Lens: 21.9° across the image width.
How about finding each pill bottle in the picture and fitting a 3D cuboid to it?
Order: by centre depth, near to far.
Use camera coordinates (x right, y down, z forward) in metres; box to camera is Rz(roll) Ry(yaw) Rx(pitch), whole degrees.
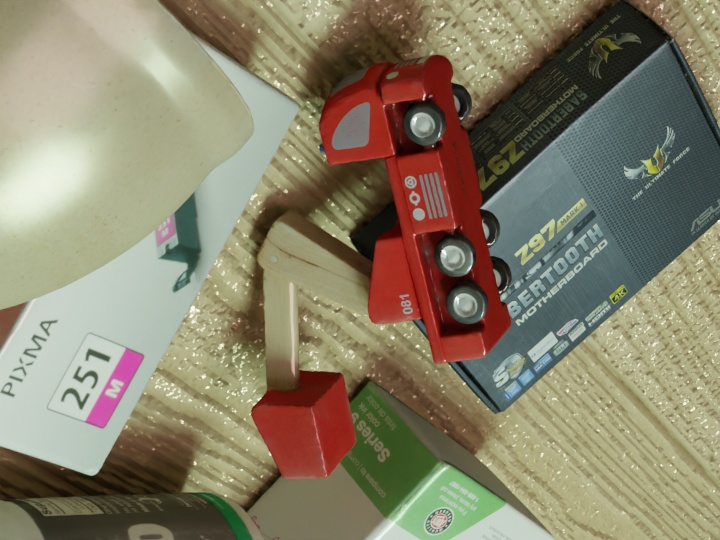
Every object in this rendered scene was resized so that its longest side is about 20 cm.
[{"bbox_3d":[-0.151,0.171,0.942,0.199,0.113,0.113,2,123,-41],"label":"pill bottle"}]

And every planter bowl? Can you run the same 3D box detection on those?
[{"bbox_3d":[-0.155,-0.060,0.646,0.135,0.200,0.200,-52,141,-9],"label":"planter bowl"}]

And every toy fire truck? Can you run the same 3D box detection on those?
[{"bbox_3d":[0.000,0.000,0.932,0.049,0.140,0.201,-42,121,-62],"label":"toy fire truck"}]

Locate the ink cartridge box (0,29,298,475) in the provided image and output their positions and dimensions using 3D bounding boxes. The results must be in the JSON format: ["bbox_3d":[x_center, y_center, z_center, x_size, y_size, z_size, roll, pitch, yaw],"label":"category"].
[{"bbox_3d":[-0.135,-0.024,0.804,0.173,0.043,0.201,28,92,-52],"label":"ink cartridge box"}]

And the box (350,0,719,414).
[{"bbox_3d":[0.109,-0.031,1.030,0.200,0.051,0.158,-42,139,-2],"label":"box"}]

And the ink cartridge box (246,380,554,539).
[{"bbox_3d":[-0.006,0.184,1.096,0.200,0.088,0.145,-48,140,3],"label":"ink cartridge box"}]
